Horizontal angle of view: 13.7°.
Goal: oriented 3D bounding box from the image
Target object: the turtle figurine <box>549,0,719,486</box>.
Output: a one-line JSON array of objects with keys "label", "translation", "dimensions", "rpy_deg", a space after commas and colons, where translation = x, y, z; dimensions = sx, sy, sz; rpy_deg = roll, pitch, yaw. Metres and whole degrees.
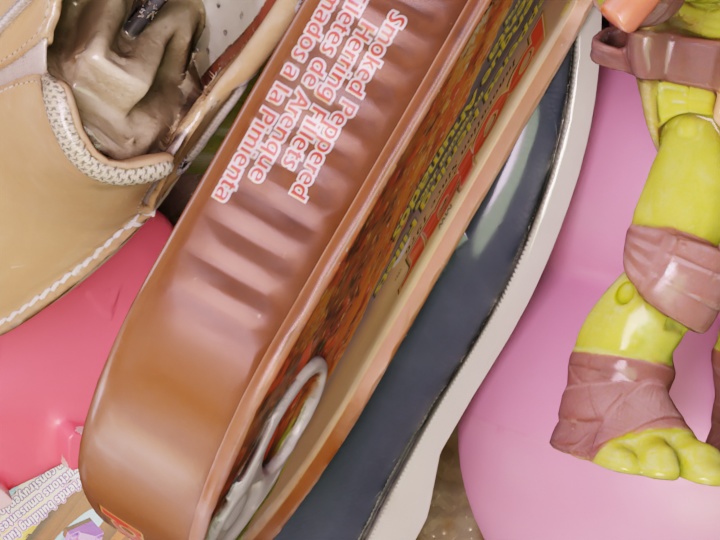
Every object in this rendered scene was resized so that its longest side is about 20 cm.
[{"label": "turtle figurine", "translation": [0.078, -0.038, 0.642], "dimensions": [0.064, 0.200, 0.163], "rpy_deg": [11, 96, 33]}]

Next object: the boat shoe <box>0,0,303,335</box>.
[{"label": "boat shoe", "translation": [-0.058, -0.044, 0.659], "dimensions": [0.071, 0.076, 0.200], "rpy_deg": [25, 125, -17]}]

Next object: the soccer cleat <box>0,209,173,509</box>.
[{"label": "soccer cleat", "translation": [-0.131, 0.048, 0.778], "dimensions": [0.200, 0.076, 0.067], "rpy_deg": [-48, 132, -2]}]

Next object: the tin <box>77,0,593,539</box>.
[{"label": "tin", "translation": [0.003, -0.026, 0.646], "dimensions": [0.042, 0.112, 0.201], "rpy_deg": [29, 87, 15]}]

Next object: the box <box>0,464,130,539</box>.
[{"label": "box", "translation": [-0.092, 0.137, 0.830], "dimensions": [0.200, 0.039, 0.137], "rpy_deg": [-37, 100, 9]}]

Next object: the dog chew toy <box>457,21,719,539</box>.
[{"label": "dog chew toy", "translation": [0.092, -0.008, 0.753], "dimensions": [0.124, 0.125, 0.202], "rpy_deg": [6, 96, -1]}]

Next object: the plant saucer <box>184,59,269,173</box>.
[{"label": "plant saucer", "translation": [-0.027, -0.103, 0.734], "dimensions": [0.198, 0.031, 0.201], "rpy_deg": [-7, 125, -10]}]

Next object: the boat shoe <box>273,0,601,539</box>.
[{"label": "boat shoe", "translation": [0.000, 0.000, 0.743], "dimensions": [0.061, 0.075, 0.201], "rpy_deg": [15, 114, -20]}]
